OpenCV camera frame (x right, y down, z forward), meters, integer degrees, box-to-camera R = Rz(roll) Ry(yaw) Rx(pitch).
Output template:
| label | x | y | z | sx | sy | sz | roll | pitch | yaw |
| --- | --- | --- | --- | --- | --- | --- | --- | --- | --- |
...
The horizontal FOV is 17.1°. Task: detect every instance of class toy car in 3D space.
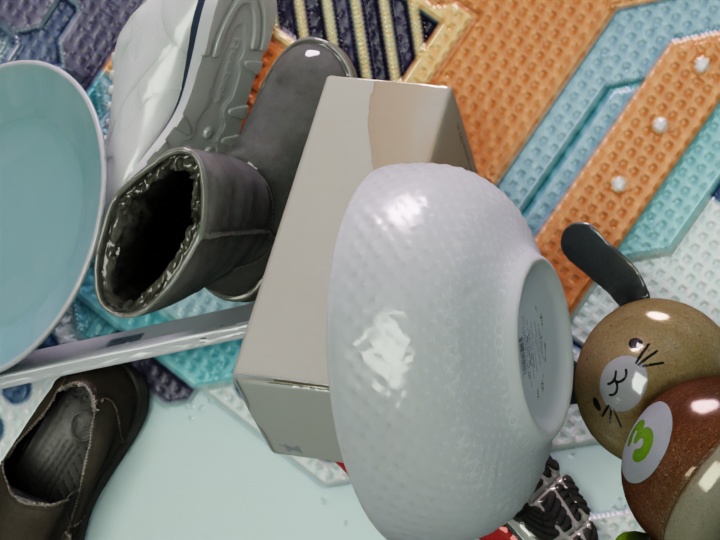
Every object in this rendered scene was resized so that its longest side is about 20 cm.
| label | x | y | z | sx | sy | sz | roll | pitch | yaw |
| --- | --- | --- | --- | --- | --- | --- | --- | --- | --- |
| toy car | 0.159 | 0.067 | 1.301 | 0.200 | 0.158 | 0.165 | 41 | 112 | 29 |

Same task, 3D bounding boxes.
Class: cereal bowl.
| label | x | y | z | sx | sy | sz | roll | pitch | yaw |
| --- | --- | --- | --- | --- | --- | --- | --- | --- | --- |
| cereal bowl | 0.058 | 0.043 | 1.238 | 0.083 | 0.200 | 0.201 | -3 | 85 | 22 |

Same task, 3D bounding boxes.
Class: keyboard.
| label | x | y | z | sx | sy | sz | roll | pitch | yaw |
| --- | --- | --- | --- | --- | --- | --- | --- | --- | --- |
| keyboard | -0.142 | 0.046 | 1.431 | 0.199 | 0.056 | 0.011 | -12 | 101 | 13 |

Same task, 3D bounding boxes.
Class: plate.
| label | x | y | z | sx | sy | sz | roll | pitch | yaw |
| --- | --- | --- | --- | --- | --- | --- | --- | --- | --- |
| plate | -0.216 | -0.029 | 1.452 | 0.200 | 0.026 | 0.201 | -15 | 66 | 38 |

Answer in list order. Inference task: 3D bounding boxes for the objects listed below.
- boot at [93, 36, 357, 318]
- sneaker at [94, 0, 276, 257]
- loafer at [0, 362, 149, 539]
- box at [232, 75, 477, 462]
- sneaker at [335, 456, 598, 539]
| label | x | y | z | sx | sy | sz | roll | pitch | yaw |
| --- | --- | --- | --- | --- | --- | --- | --- | --- | --- |
| boot | -0.074 | -0.056 | 1.345 | 0.072 | 0.200 | 0.182 | 20 | 92 | 19 |
| sneaker | -0.119 | -0.095 | 1.439 | 0.080 | 0.076 | 0.201 | 24 | 92 | 33 |
| loafer | -0.200 | 0.139 | 1.439 | 0.073 | 0.071 | 0.201 | 26 | 94 | 18 |
| box | 0.000 | 0.000 | 1.333 | 0.077 | 0.095 | 0.201 | 6 | 61 | 18 |
| sneaker | 0.049 | 0.126 | 1.373 | 0.200 | 0.077 | 0.085 | 36 | 116 | 21 |
